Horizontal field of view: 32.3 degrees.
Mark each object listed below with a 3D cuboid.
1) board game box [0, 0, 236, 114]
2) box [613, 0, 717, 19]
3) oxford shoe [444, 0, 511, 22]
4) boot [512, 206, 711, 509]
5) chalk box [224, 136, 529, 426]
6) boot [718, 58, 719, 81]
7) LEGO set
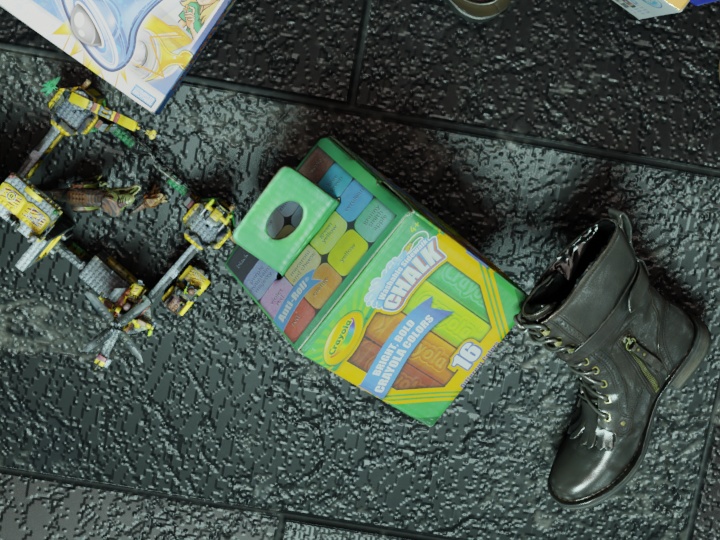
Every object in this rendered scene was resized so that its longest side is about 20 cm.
[{"bbox_3d":[-0.197,-0.229,0.926,0.200,0.034,0.135,35,97,-6],"label":"board game box"},{"bbox_3d":[0.164,-0.240,0.890,0.200,0.119,0.042,36,97,-6],"label":"box"},{"bbox_3d":[0.042,-0.268,0.902,0.200,0.084,0.073,43,98,-5],"label":"oxford shoe"},{"bbox_3d":[0.166,0.068,0.925,0.174,0.069,0.200,35,87,-41],"label":"boot"},{"bbox_3d":[0.000,0.000,0.876,0.200,0.124,0.125,32,99,-43],"label":"chalk box"},{"bbox_3d":[0.379,-0.120,0.945,0.155,0.074,0.200,-37,97,-3],"label":"boot"},{"bbox_3d":[-0.192,-0.040,0.914,0.154,0.116,0.200,-41,98,5],"label":"LEGO set"}]
